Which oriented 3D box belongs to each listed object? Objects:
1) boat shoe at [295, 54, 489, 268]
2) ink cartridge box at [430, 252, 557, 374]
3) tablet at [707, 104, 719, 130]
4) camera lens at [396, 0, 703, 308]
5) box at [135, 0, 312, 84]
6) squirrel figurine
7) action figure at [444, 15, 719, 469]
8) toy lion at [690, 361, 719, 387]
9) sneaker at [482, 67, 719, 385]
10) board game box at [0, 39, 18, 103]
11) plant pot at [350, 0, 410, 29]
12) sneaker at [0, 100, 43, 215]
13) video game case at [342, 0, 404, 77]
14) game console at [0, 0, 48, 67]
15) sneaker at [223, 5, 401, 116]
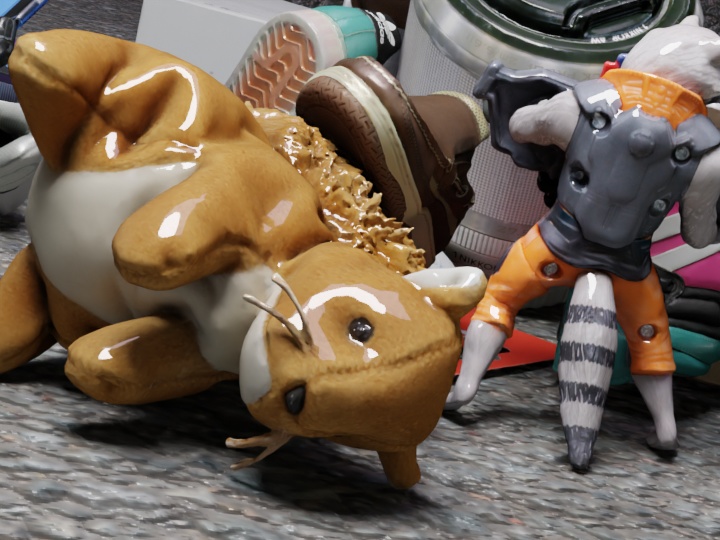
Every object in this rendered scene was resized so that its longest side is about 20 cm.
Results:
[{"bbox_3d":[0.021,-0.061,0.882,0.075,0.075,0.202,47,-7,14],"label":"boat shoe"},{"bbox_3d":[0.000,0.000,0.989,0.199,0.057,0.162,14,10,32],"label":"ink cartridge box"},{"bbox_3d":[0.187,-0.104,1.191,0.130,0.014,0.200,9,5,-42],"label":"tablet"},{"bbox_3d":[0.098,-0.098,1.066,0.159,0.201,0.160,5,46,-5],"label":"camera lens"},{"bbox_3d":[-0.072,-0.121,1.299,0.097,0.125,0.200,17,13,21],"label":"box"},{"bbox_3d":[-0.028,0.001,0.742,0.186,0.142,0.200,26,19,27],"label":"squirrel figurine"},{"bbox_3d":[0.135,-0.013,0.821,0.199,0.194,0.105,13,12,3],"label":"action figure"},{"bbox_3d":[0.283,0.046,1.059,0.199,0.069,0.192,15,5,13],"label":"toy lion"},{"bbox_3d":[0.119,-0.007,0.924,0.200,0.121,0.084,30,-3,-24],"label":"sneaker"},{"bbox_3d":[-0.217,-0.120,1.311,0.165,0.057,0.200,19,13,23],"label":"board game box"},{"bbox_3d":[0.125,-0.225,1.286,0.198,0.201,0.200,26,14,15],"label":"plant pot"},{"bbox_3d":[-0.258,-0.079,0.970,0.199,0.076,0.081,7,-11,-21],"label":"sneaker"},{"bbox_3d":[0.070,-0.124,1.426,0.199,0.144,0.017,11,28,-7],"label":"video game case"},{"bbox_3d":[-0.270,-0.154,1.052,0.199,0.119,0.170,-15,-30,41],"label":"game console"},{"bbox_3d":[-0.048,-0.086,1.079,0.080,0.072,0.200,-14,-14,-41],"label":"sneaker"}]
